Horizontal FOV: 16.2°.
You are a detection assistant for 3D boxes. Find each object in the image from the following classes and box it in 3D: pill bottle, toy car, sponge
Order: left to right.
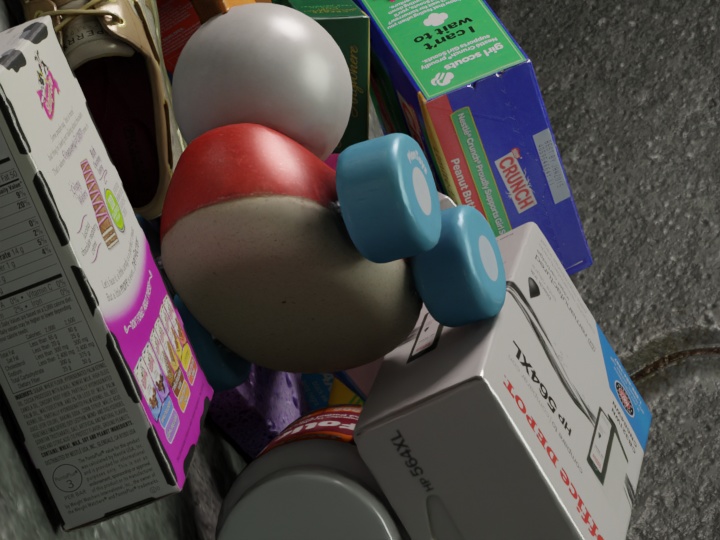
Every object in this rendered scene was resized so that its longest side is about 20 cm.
[{"bbox_3d":[-0.069,0.060,1.531,0.200,0.030,0.112,55,16,-61],"label":"sponge"},{"bbox_3d":[-0.041,-0.062,1.323,0.177,0.184,0.201,42,38,-56],"label":"toy car"},{"bbox_3d":[-0.017,0.142,1.377,0.200,0.114,0.115,-38,107,-82],"label":"pill bottle"}]

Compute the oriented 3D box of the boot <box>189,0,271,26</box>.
[{"bbox_3d":[-0.070,-0.188,1.448,0.200,0.068,0.188,61,15,-12],"label":"boot"}]

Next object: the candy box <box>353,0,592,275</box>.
[{"bbox_3d":[0.060,-0.102,1.593,0.200,0.077,0.169,-123,-170,-51],"label":"candy box"}]

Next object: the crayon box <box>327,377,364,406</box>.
[{"bbox_3d":[0.015,0.138,1.598,0.200,0.051,0.126,-76,155,-44],"label":"crayon box"}]

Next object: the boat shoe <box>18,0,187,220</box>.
[{"bbox_3d":[-0.140,-0.121,1.355,0.066,0.074,0.201,-92,160,-79],"label":"boat shoe"}]

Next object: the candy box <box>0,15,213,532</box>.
[{"bbox_3d":[-0.136,-0.002,1.128,0.136,0.061,0.201,-79,148,-74],"label":"candy box"}]

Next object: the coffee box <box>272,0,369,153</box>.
[{"bbox_3d":[-0.032,-0.119,1.590,0.200,0.044,0.123,-125,-146,-72],"label":"coffee box"}]

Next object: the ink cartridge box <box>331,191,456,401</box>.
[{"bbox_3d":[0.000,0.000,1.547,0.067,0.116,0.200,48,-6,-19],"label":"ink cartridge box"}]

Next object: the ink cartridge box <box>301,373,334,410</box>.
[{"bbox_3d":[0.033,-0.009,1.722,0.146,0.199,0.084,-101,167,-50],"label":"ink cartridge box"}]

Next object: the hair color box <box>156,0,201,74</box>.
[{"bbox_3d":[-0.129,-0.190,1.490,0.200,0.061,0.102,34,33,-50],"label":"hair color box"}]

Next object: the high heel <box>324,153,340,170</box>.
[{"bbox_3d":[-0.052,-0.049,1.499,0.067,0.096,0.200,48,-6,-35],"label":"high heel"}]

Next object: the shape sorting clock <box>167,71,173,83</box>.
[{"bbox_3d":[-0.097,-0.110,1.643,0.200,0.039,0.201,155,-90,-90],"label":"shape sorting clock"}]

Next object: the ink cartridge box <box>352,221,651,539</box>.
[{"bbox_3d":[0.082,0.086,1.368,0.146,0.084,0.200,58,22,-16],"label":"ink cartridge box"}]
